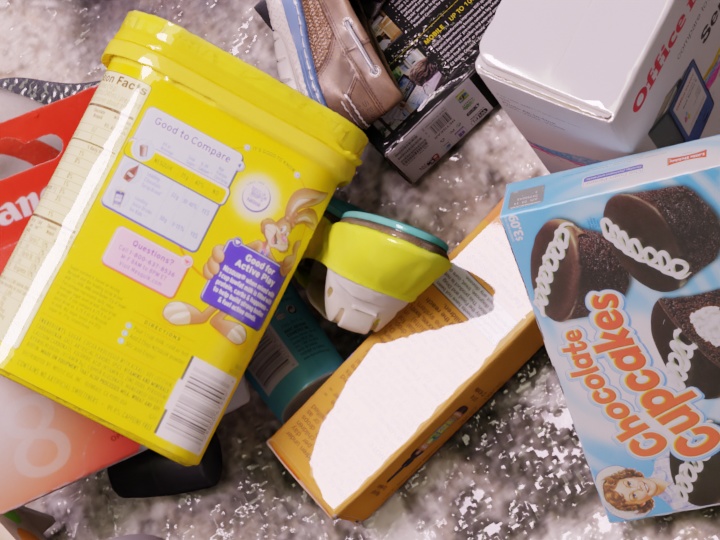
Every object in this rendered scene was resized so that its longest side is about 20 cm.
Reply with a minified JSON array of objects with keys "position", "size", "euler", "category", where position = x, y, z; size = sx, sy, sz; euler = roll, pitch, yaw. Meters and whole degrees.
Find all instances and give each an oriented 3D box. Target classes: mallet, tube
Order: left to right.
[{"position":[-0.109,0.042,1.116],"size":[0.066,0.041,0.201],"euler":[-1,68,19],"category":"mallet"},{"position":[-0.081,0.003,1.097],"size":[0.077,0.050,0.200],"euler":[-34,67,-7],"category":"tube"}]

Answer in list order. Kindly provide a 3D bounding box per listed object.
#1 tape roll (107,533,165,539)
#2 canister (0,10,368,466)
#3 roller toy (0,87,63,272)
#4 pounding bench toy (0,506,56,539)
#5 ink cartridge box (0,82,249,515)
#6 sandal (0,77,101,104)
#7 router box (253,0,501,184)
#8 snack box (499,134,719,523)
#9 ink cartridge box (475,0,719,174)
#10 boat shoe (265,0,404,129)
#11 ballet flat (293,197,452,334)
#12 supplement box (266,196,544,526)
[{"position":[-0.146,0.241,0.971],"size":[0.066,0.200,0.201],"euler":[34,88,26],"category":"tape roll"},{"position":[-0.105,-0.015,0.968],"size":[0.148,0.087,0.201],"euler":[28,83,-11],"category":"canister"},{"position":[-0.239,-0.019,1.070],"size":[0.140,0.199,0.183],"euler":[21,118,54],"category":"roller toy"},{"position":[-0.254,0.223,1.063],"size":[0.156,0.124,0.200],"euler":[41,91,27],"category":"pounding bench toy"},{"position":[-0.163,0.014,1.008],"size":[0.162,0.201,0.050],"euler":[-23,26,-18],"category":"ink cartridge box"},{"position":[-0.179,-0.091,1.186],"size":[0.199,0.043,0.076],"euler":[-6,80,15],"category":"sandal"},{"position":[0.054,-0.175,1.107],"size":[0.200,0.051,0.149],"euler":[-42,61,5],"category":"router box"},{"position":[0.156,0.035,0.931],"size":[0.116,0.201,0.037],"euler":[-13,29,18],"category":"snack box"},{"position":[0.150,-0.120,0.967],"size":[0.087,0.200,0.146],"euler":[24,83,26],"category":"ink cartridge box"},{"position":[-0.018,-0.172,1.073],"size":[0.072,0.072,0.201],"euler":[-17,74,13],"category":"boat shoe"},{"position":[0.000,0.000,1.017],"size":[0.067,0.200,0.067],"euler":[21,91,-16],"category":"ballet flat"},{"position":[0.042,0.052,1.027],"size":[0.069,0.067,0.200],"euler":[44,92,19],"category":"supplement box"}]
